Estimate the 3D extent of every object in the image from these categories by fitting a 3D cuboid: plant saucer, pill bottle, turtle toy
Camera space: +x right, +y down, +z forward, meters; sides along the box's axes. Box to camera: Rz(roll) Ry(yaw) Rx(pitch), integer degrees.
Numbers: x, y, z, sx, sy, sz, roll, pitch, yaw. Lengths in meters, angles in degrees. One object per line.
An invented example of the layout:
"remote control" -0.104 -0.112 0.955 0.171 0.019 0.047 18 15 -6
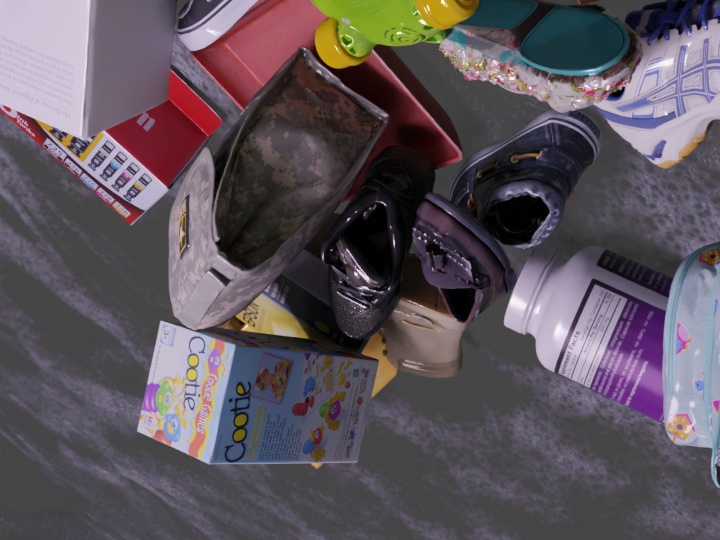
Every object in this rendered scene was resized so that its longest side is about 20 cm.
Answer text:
"plant saucer" -0.027 -0.155 0.927 0.200 0.037 0.198 45 149 -21
"pill bottle" 0.225 0.053 0.904 0.198 0.113 0.113 25 151 16
"turtle toy" 0.001 -0.233 0.713 0.145 0.102 0.200 -7 131 50

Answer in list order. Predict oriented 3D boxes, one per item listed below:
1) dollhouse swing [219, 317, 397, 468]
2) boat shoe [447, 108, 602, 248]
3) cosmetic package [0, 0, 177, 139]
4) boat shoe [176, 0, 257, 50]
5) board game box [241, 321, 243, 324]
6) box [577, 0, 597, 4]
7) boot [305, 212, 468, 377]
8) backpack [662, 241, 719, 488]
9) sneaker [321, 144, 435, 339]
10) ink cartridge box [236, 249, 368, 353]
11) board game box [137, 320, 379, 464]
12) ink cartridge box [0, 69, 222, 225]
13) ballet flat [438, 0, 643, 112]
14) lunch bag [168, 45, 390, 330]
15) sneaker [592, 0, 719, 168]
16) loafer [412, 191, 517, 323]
"dollhouse swing" -0.072 0.098 1.309 0.200 0.176 0.182 42 180 -12
"boat shoe" 0.112 -0.055 0.879 0.070 0.091 0.200 37 151 -7
"cosmetic package" -0.255 -0.243 0.865 0.197 0.123 0.203 24 121 18
"boat shoe" -0.102 -0.238 0.837 0.068 0.074 0.198 39 151 -20
"board game box" -0.111 0.100 1.396 0.199 0.039 0.158 40 139 -9
"box" 0.141 -0.252 0.605 0.136 0.039 0.201 -3 135 47
"boot" 0.024 0.030 1.124 0.197 0.073 0.156 23 151 14
"backpack" 0.295 0.039 0.727 0.152 0.174 0.204 17 109 41
"sneaker" 0.000 0.000 0.925 0.075 0.115 0.201 28 132 7
"ink cartridge box" -0.079 0.027 1.116 0.198 0.047 0.198 32 157 3
"board game box" -0.090 0.115 1.003 0.102 0.107 0.199 13 180 39
"ink cartridge box" -0.261 -0.163 1.104 0.200 0.084 0.175 42 150 -13
"ballet flat" 0.122 -0.141 0.720 0.064 0.075 0.200 57 171 -35
"lunch bag" -0.088 -0.055 0.896 0.117 0.201 0.164 36 152 -7
"sneaker" 0.206 -0.137 0.675 0.088 0.076 0.200 35 150 -1
"loafer" 0.081 -0.001 0.875 0.072 0.063 0.200 37 179 24
